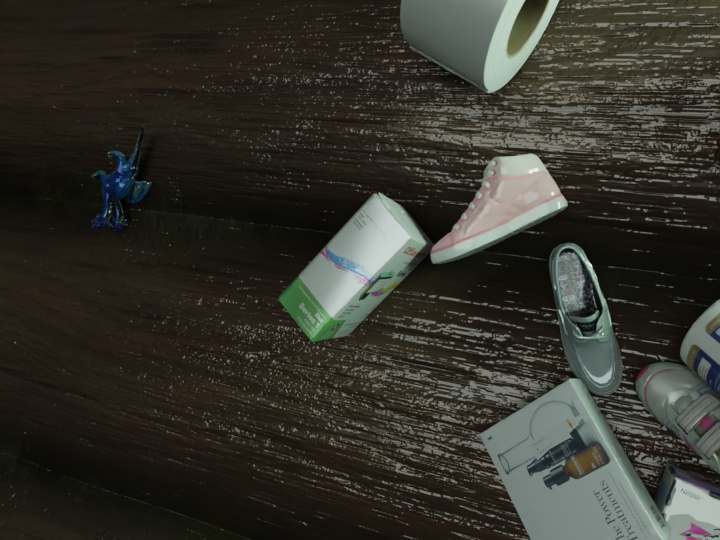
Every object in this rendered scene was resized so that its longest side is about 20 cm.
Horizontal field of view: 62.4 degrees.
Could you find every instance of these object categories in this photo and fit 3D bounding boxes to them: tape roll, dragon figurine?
[{"bbox_3d":[0.163,-0.358,0.769,0.138,0.202,0.205,35,100,19],"label":"tape roll"},{"bbox_3d":[-0.415,-0.157,1.058,0.199,0.059,0.100,-42,75,15],"label":"dragon figurine"}]

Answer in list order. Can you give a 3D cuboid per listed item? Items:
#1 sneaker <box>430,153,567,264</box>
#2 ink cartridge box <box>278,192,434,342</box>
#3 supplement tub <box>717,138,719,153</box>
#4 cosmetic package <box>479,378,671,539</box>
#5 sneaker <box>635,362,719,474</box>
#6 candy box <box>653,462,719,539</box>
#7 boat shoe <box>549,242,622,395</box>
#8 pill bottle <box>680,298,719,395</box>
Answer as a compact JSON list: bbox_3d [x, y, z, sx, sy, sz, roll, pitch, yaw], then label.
[{"bbox_3d":[0.173,-0.089,0.819,0.197,0.075,0.107,-26,83,10],"label":"sneaker"},{"bbox_3d":[0.000,0.000,0.845,0.200,0.144,0.084,-46,75,13],"label":"ink cartridge box"},{"bbox_3d":[0.518,-0.188,0.666,0.200,0.122,0.123,-45,74,13],"label":"supplement tub"},{"bbox_3d":[0.261,0.263,0.747,0.150,0.051,0.203,-41,60,28],"label":"cosmetic package"},{"bbox_3d":[0.422,0.186,0.705,0.199,0.088,0.082,39,101,18],"label":"sneaker"},{"bbox_3d":[0.421,0.365,0.706,0.164,0.071,0.205,19,94,21],"label":"candy box"},{"bbox_3d":[0.287,0.063,0.771,0.069,0.071,0.206,-17,82,19],"label":"boat shoe"},{"bbox_3d":[0.461,0.125,0.639,0.111,0.110,0.201,-47,44,13],"label":"pill bottle"}]
